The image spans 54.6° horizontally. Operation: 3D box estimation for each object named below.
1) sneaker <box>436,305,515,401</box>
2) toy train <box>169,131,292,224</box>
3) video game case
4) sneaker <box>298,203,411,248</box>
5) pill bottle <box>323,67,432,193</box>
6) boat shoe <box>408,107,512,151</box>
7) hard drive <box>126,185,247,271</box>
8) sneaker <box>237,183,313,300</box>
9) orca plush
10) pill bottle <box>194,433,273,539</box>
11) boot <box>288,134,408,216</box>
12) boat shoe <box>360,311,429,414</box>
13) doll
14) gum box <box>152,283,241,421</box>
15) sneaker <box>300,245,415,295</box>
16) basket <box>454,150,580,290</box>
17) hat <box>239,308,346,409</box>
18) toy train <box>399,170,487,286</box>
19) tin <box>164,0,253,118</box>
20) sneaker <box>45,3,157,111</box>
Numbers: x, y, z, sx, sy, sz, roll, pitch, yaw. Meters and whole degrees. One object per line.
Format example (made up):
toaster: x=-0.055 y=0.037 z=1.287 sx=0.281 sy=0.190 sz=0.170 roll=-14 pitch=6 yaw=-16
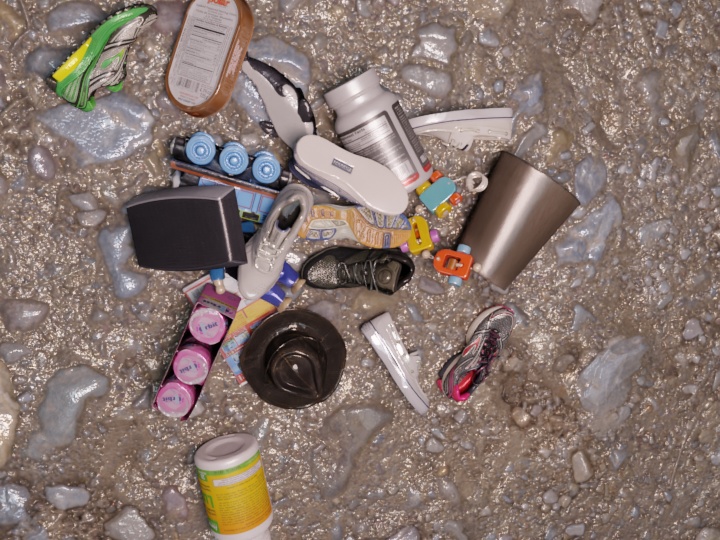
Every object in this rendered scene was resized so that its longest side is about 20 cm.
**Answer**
sneaker: x=0.225 y=0.157 z=1.287 sx=0.080 sy=0.075 sz=0.201 roll=33 pitch=90 yaw=-16
toy train: x=-0.214 y=-0.149 z=1.130 sx=0.199 sy=0.087 sz=0.115 roll=14 pitch=102 yaw=-15
video game case: x=-0.195 y=0.081 z=1.207 sx=0.142 sy=0.017 sz=0.201 roll=-30 pitch=104 yaw=-7
sneaker: x=-0.014 y=-0.084 z=1.180 sx=0.199 sy=0.088 sz=0.076 roll=7 pitch=100 yaw=-7
pill bottle: x=0.028 y=-0.223 z=1.155 sx=0.115 sy=0.116 sz=0.201 roll=-31 pitch=104 yaw=-6
boat shoe: x=0.173 y=-0.241 z=1.212 sx=0.199 sy=0.071 sz=0.070 roll=-8 pitch=99 yaw=-18
hard drive: x=-0.278 y=-0.062 z=1.096 sx=0.199 sy=0.042 sz=0.136 roll=-2 pitch=104 yaw=25
sneaker: x=-0.140 y=-0.044 z=1.088 sx=0.074 sy=0.087 sz=0.201 roll=25 pitch=97 yaw=-7
orca plush: x=-0.127 y=-0.281 z=1.151 sx=0.200 sy=0.071 sz=0.105 roll=42 pitch=134 yaw=-6
pill bottle: x=-0.213 y=0.396 z=1.208 sx=0.110 sy=0.111 sz=0.201 roll=-12 pitch=102 yaw=-10
boot: x=-0.021 y=-0.145 z=1.122 sx=0.199 sy=0.090 sz=0.073 roll=32 pitch=74 yaw=-8
boat shoe: x=0.080 y=0.166 z=1.254 sx=0.067 sy=0.074 sz=0.201 roll=-34 pitch=104 yaw=-2
doll: x=-0.193 y=-0.014 z=1.153 sx=0.200 sy=0.048 sz=0.137 roll=39 pitch=73 yaw=-9
gum box: x=-0.267 y=0.134 z=1.136 sx=0.066 sy=0.114 sz=0.201 roll=24 pitch=102 yaw=-10
sneaker: x=0.000 y=0.000 z=1.189 sx=0.198 sy=0.114 sz=0.077 roll=-1 pitch=98 yaw=-11
basket: x=0.263 y=-0.077 z=1.228 sx=0.180 sy=0.136 sz=0.201 roll=29 pitch=97 yaw=-28
hat: x=-0.103 y=0.169 z=1.194 sx=0.199 sy=0.081 sz=0.202 roll=-7 pitch=112 yaw=-18
toy train: x=0.151 y=-0.072 z=1.202 sx=0.149 sy=0.056 sz=0.201 roll=9 pitch=76 yaw=21
tin: x=-0.236 y=-0.339 z=1.086 sx=0.111 sy=0.042 sz=0.201 roll=21 pitch=95 yaw=16
sneaker: x=-0.382 y=-0.329 z=1.072 sx=0.200 sy=0.078 sz=0.085 roll=-43 pitch=113 yaw=6
